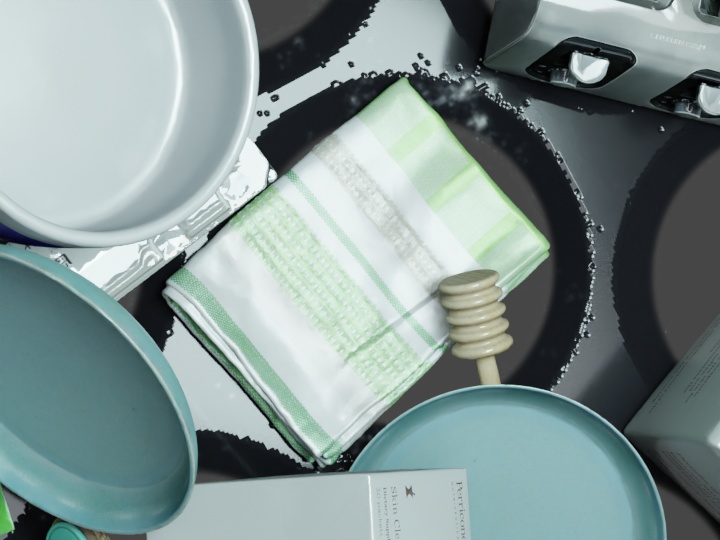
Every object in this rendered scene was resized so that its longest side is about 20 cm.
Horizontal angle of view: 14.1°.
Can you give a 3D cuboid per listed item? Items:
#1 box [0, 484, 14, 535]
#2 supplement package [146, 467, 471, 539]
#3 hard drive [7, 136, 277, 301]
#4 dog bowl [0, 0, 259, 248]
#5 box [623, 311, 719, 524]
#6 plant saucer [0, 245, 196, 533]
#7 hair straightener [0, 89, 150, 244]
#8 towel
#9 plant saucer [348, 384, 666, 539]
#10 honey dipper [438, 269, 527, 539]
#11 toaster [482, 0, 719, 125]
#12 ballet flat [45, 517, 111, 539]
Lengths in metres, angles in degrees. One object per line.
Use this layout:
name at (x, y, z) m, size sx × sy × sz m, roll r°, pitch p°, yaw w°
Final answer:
box at (-0.292, 0.179, 1.668) m, size 0.200 × 0.048 × 0.117 m, roll -18°, pitch 91°, yaw -14°
supplement package at (-0.025, 0.216, 1.652) m, size 0.156 × 0.111 × 0.200 m, roll -6°, pitch 86°, yaw 31°
hard drive at (-0.167, -0.049, 1.710) m, size 0.200 × 0.038 × 0.140 m, roll -37°, pitch 96°, yaw -12°
dog bowl at (-0.160, -0.111, 1.597) m, size 0.200 × 0.079 × 0.200 m, roll 0°, pitch 89°, yaw -33°
box at (0.308, 0.089, 1.737) m, size 0.200 × 0.171 × 0.199 m, roll 42°, pitch 80°, yaw -7°
plant saucer at (-0.169, 0.061, 1.603) m, size 0.200 × 0.200 × 0.027 m, roll 45°, pitch 52°, yaw -7°
hair straightener at (-0.213, -0.056, 1.667) m, size 0.077 × 0.041 × 0.200 m, roll 44°, pitch 84°, yaw -7°
towel at (0.000, 0.000, 1.748) m, size 0.200 × 0.031 × 0.149 m, roll -42°, pitch 97°, yaw -11°
plant saucer at (0.081, 0.160, 1.732) m, size 0.200 × 0.027 × 0.200 m, roll 0°, pitch 104°, yaw -1°
honey dipper at (0.083, 0.099, 1.747) m, size 0.038 × 0.038 × 0.200 m, roll -14°, pitch 103°, yaw -12°
toaster at (0.187, -0.196, 1.752) m, size 0.181 × 0.119 × 0.200 m, roll 14°, pitch 84°, yaw -12°
ballet flat at (-0.131, 0.233, 1.700) m, size 0.065 × 0.070 × 0.200 m, roll -15°, pitch 94°, yaw -40°
